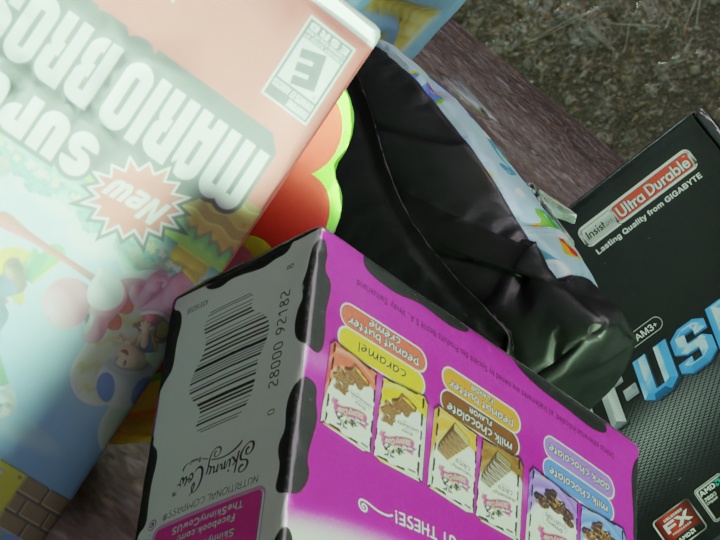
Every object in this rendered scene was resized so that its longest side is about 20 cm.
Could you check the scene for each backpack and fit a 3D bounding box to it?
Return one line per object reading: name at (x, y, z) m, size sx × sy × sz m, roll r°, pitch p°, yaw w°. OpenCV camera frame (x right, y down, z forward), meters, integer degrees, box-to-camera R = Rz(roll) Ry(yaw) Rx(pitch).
backpack at (0.000, 0.000, 0.895) m, size 0.200 × 0.163 × 0.154 m, roll 55°, pitch 11°, yaw 20°

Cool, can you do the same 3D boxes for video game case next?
video game case at (-0.101, -0.021, 0.592) m, size 0.143 × 0.200 × 0.017 m, roll 36°, pitch -5°, yaw -28°

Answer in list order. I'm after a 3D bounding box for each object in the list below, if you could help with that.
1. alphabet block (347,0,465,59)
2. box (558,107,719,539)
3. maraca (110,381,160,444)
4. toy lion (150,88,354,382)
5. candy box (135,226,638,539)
alphabet block at (-0.086, -0.154, 1.164) m, size 0.200 × 0.195 × 0.196 m, roll 45°, pitch 10°, yaw 9°
box at (0.117, 0.070, 0.915) m, size 0.199 × 0.200 × 0.050 m, roll 57°, pitch 9°, yaw 25°
maraca at (-0.094, 0.001, 0.781) m, size 0.137 × 0.107 × 0.200 m, roll 21°, pitch -3°, yaw -21°
toy lion at (-0.103, -0.051, 0.626) m, size 0.200 × 0.192 × 0.069 m, roll 68°, pitch -9°, yaw -26°
candy box at (0.006, 0.109, 0.577) m, size 0.136 × 0.061 × 0.200 m, roll 35°, pitch 45°, yaw -33°
